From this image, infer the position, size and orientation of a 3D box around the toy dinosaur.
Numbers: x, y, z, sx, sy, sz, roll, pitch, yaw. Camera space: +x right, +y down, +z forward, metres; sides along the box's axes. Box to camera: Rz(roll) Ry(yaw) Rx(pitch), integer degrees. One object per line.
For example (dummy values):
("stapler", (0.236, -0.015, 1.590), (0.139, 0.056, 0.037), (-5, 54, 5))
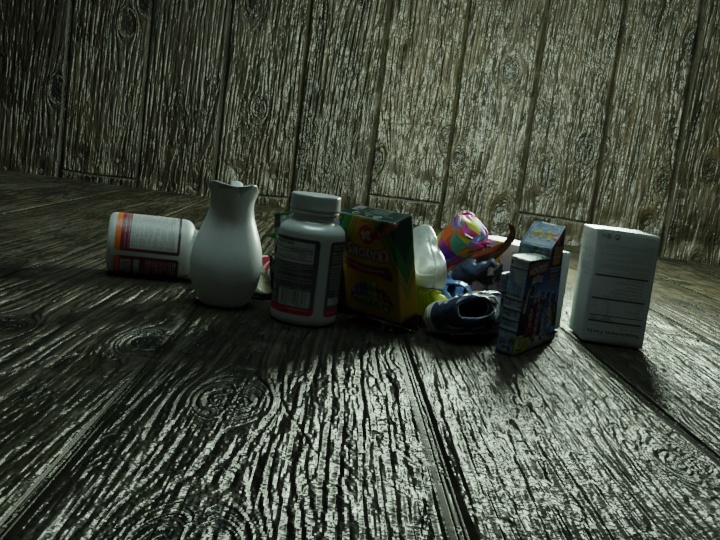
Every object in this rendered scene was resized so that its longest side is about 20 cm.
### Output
("toy dinosaur", (0.202, 0.010, 1.580), (0.179, 0.203, 0.105), (13, -16, 43))

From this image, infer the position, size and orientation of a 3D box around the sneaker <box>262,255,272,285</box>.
("sneaker", (-0.116, -0.002, 1.629), (0.197, 0.073, 0.111), (-10, 13, -40))

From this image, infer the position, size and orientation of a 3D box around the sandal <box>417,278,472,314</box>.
("sandal", (0.138, 0.041, 1.497), (0.086, 0.081, 0.200), (-19, 25, -16))

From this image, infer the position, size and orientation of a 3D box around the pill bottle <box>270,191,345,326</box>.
("pill bottle", (-0.082, -0.021, 1.327), (0.108, 0.205, 0.111), (7, 8, -1))

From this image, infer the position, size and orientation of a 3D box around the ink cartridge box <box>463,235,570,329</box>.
("ink cartridge box", (0.297, 0.019, 1.603), (0.083, 0.148, 0.199), (1, 10, -36))

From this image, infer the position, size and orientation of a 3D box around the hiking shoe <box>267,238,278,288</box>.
("hiking shoe", (-0.112, -0.031, 1.461), (0.075, 0.102, 0.199), (-12, -16, -42))

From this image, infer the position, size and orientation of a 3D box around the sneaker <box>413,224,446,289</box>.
("sneaker", (0.094, -0.028, 1.475), (0.086, 0.077, 0.201), (-3, 22, -6))

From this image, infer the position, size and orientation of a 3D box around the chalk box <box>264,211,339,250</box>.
("chalk box", (-0.115, -0.065, 1.821), (0.197, 0.127, 0.123), (-1, 2, -38))

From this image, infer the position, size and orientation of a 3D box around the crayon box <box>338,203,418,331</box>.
("crayon box", (0.031, 0.003, 1.355), (0.125, 0.204, 0.050), (14, 28, 42))

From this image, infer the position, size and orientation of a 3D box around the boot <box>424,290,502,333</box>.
("boot", (0.208, 0.069, 1.381), (0.197, 0.074, 0.090), (-9, -6, -33))

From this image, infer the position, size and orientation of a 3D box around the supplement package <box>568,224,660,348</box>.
("supplement package", (0.462, 0.026, 1.512), (0.115, 0.205, 0.117), (7, 8, 1))

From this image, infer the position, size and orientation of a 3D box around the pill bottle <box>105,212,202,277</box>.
("pill bottle", (-0.371, -0.045, 1.547), (0.196, 0.112, 0.110), (6, 8, -14))

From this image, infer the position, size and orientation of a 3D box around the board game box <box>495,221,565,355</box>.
("board game box", (0.280, 0.023, 1.367), (0.061, 0.204, 0.199), (13, 9, 30))

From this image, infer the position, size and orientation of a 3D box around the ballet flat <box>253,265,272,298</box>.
("ballet flat", (-0.219, -0.006, 1.540), (0.067, 0.077, 0.199), (4, 9, -30))

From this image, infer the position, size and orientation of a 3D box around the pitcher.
("pitcher", (-0.221, -0.050, 1.399), (0.118, 0.205, 0.172), (7, 8, -4))

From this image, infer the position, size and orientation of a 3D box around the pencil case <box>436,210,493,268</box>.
("pencil case", (0.169, -0.029, 1.636), (0.087, 0.090, 0.200), (0, -33, -42))

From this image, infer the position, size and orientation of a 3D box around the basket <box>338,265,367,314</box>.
("basket", (0.000, 0.000, 1.530), (0.176, 0.139, 0.200), (7, 12, -3))

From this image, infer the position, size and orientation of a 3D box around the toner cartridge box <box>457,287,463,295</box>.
("toner cartridge box", (0.187, 0.027, 1.809), (0.093, 0.044, 0.200), (5, 9, -11))
